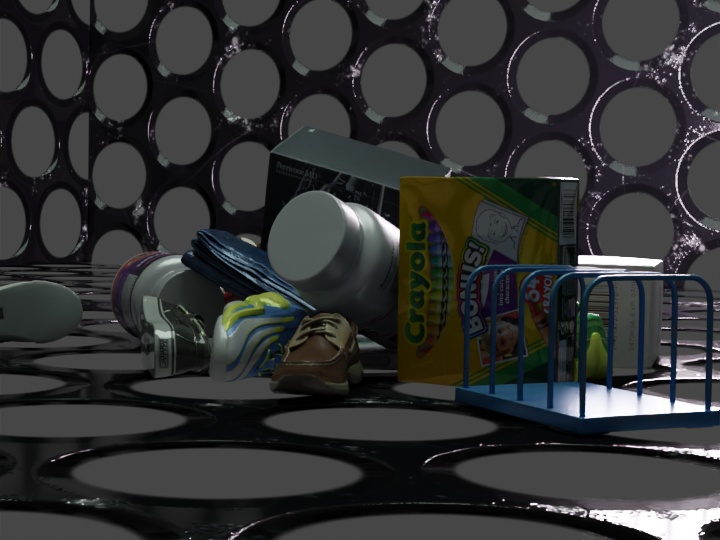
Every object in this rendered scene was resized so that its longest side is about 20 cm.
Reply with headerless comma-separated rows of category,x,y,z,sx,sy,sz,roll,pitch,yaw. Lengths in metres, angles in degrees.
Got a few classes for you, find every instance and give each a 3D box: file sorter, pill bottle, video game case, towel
file sorter,0.188,0.061,1.211,0.137,0.125,0.199,1,2,-25
pill bottle,0.000,0.000,1.462,0.112,0.115,0.199,3,-18,37
pill bottle,-0.226,0.036,1.710,0.110,0.113,0.200,0,3,-21
video game case,-0.022,0.090,1.603,0.179,0.022,0.200,1,2,-6
towel,-0.097,0.015,1.615,0.198,0.049,0.111,29,10,17

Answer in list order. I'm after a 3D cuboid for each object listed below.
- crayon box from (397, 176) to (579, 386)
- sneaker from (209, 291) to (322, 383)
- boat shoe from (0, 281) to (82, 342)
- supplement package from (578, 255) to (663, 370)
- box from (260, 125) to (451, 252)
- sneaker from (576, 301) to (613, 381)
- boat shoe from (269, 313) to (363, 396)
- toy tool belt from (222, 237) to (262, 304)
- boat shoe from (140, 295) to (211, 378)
crayon box,0.121,0.011,1.386,0.170,0.203,0.058,2,3,30
sneaker,-0.079,0.067,1.427,0.103,0.077,0.200,9,17,11
boat shoe,-0.422,0.049,1.662,0.198,0.072,0.063,-3,3,-35
supplement package,0.287,0.046,1.664,0.115,0.119,0.200,1,3,15
box,-0.011,-0.049,1.704,0.197,0.185,0.104,16,27,16
sneaker,0.204,0.068,1.491,0.073,0.085,0.200,0,2,-22
boat shoe,-0.041,0.076,1.336,0.074,0.073,0.200,1,2,6
toy tool belt,-0.130,0.017,1.851,0.198,0.125,0.123,9,35,-43
boat shoe,-0.192,0.072,1.484,0.063,0.072,0.200,0,11,-14
